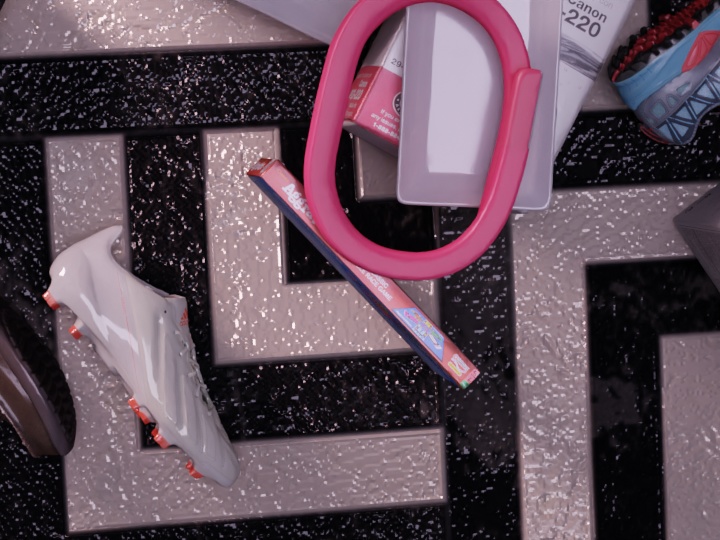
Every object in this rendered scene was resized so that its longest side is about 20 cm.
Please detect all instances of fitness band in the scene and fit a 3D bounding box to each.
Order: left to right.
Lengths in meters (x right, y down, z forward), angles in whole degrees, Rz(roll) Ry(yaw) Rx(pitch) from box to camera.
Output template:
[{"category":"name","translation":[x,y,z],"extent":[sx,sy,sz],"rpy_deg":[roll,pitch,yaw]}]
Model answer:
[{"category":"fitness band","translation":[0.039,-0.094,1.232],"extent":[0.142,0.037,0.202],"rpy_deg":[13,92,-5]}]

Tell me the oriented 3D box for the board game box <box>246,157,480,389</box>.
[{"category":"board game box","translation":[0.000,0.000,1.302],"extent":[0.019,0.103,0.200],"rpy_deg":[-44,99,-3]}]

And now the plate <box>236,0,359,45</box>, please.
[{"category":"plate","translation":[-0.055,-0.275,1.263],"extent":[0.198,0.032,0.201],"rpy_deg":[25,114,10]}]

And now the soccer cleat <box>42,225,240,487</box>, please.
[{"category":"soccer cleat","translation":[-0.138,0.061,1.306],"extent":[0.077,0.069,0.200],"rpy_deg":[-38,96,-7]}]

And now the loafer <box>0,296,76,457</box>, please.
[{"category":"loafer","translation":[-0.268,0.051,1.289],"extent":[0.071,0.073,0.201],"rpy_deg":[-35,94,6]}]

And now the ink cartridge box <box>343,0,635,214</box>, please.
[{"category":"ink cartridge box","translation":[0.093,-0.159,1.315],"extent":[0.145,0.085,0.201],"rpy_deg":[27,88,-10]}]

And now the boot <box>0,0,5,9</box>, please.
[{"category":"boot","translation":[-0.340,-0.169,1.256],"extent":[0.198,0.073,0.152],"rpy_deg":[14,92,-15]}]

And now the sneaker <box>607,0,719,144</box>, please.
[{"category":"sneaker","translation":[0.278,-0.164,1.357],"extent":[0.199,0.079,0.096],"rpy_deg":[-32,111,2]}]

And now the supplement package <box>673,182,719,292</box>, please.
[{"category":"supplement package","translation":[0.357,-0.030,1.305],"extent":[0.191,0.200,0.148],"rpy_deg":[-37,98,-4]}]

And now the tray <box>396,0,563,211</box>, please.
[{"category":"tray","translation":[0.080,-0.143,1.260],"extent":[0.106,0.022,0.202],"rpy_deg":[3,94,-7]}]
